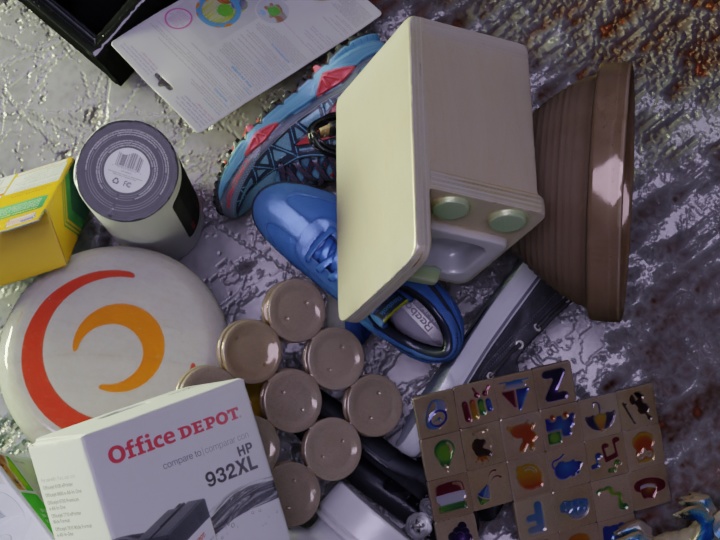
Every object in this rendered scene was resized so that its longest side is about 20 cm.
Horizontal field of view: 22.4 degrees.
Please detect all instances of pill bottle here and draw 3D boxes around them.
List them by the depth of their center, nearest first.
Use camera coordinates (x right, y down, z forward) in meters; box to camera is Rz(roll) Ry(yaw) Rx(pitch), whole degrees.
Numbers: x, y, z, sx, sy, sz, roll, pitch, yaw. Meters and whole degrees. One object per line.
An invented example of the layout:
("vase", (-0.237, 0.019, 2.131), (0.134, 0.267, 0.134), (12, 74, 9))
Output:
("pill bottle", (-0.045, 0.271, 1.425), (0.120, 0.120, 0.200), (39, 87, 10))

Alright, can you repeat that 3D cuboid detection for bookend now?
("bookend", (-0.221, -0.301, 1.549), (0.199, 0.092, 0.200), (41, 86, 11))

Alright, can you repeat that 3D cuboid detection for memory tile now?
("memory tile", (-0.071, 0.118, 1.396), (0.200, 0.017, 0.153), (-45, 104, -21))

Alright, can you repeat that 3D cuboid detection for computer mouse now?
("computer mouse", (0.039, -0.140, 1.474), (0.200, 0.034, 0.059), (-31, 86, -35))

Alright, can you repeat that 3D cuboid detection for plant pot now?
("plant pot", (0.164, -0.061, 1.417), (0.092, 0.201, 0.202), (2, 81, 10))

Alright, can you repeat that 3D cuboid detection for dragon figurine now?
("dragon figurine", (0.262, 0.231, 1.416), (0.200, 0.059, 0.100), (-28, 92, 10))

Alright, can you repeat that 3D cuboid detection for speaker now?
("speaker", (-0.174, -0.059, 1.452), (0.081, 0.200, 0.081), (0, 80, 1))

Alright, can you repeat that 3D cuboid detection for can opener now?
("can opener", (0.017, 0.160, 1.472), (0.200, 0.079, 0.064), (29, 112, 16))

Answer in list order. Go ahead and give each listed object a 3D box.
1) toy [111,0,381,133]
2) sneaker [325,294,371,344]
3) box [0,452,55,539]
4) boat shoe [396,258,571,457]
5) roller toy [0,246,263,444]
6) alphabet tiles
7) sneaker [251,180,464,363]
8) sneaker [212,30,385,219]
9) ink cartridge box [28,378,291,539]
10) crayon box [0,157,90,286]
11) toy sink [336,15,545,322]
("toy", (-0.094, -0.192, 1.518), (0.200, 0.047, 0.115), (-37, 68, -21))
("sneaker", (0.053, -0.016, 1.481), (0.111, 0.077, 0.200), (20, 77, 18))
("box", (-0.246, 0.241, 1.411), (0.097, 0.200, 0.177), (-41, 78, -1))
("boat shoe", (0.106, 0.078, 1.459), (0.066, 0.070, 0.200), (37, 68, -2))
("roller toy", (-0.188, 0.082, 1.461), (0.200, 0.140, 0.183), (-32, 74, -9))
("alphabet tiles", (0.148, 0.158, 1.433), (0.199, 0.008, 0.168), (-12, 98, -15))
("sneaker", (0.000, 0.000, 1.411), (0.200, 0.078, 0.066), (39, 98, -4))
("sneaker", (-0.035, -0.105, 1.506), (0.200, 0.079, 0.096), (-44, 81, -2))
("ink cartridge box", (-0.131, 0.193, 1.291), (0.145, 0.084, 0.201), (-18, 92, -38))
("crayon box", (-0.294, -0.028, 1.461), (0.125, 0.200, 0.052), (-17, 106, 4))
("toy sink", (0.059, -0.064, 1.358), (0.112, 0.130, 0.201), (12, 60, -23))
